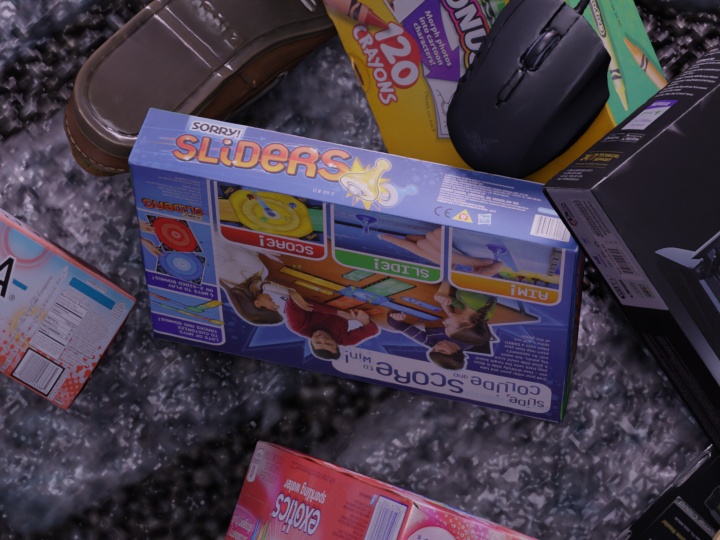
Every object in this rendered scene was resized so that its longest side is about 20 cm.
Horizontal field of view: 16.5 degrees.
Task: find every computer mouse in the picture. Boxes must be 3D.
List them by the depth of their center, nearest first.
[{"bbox_3d":[0.091,-0.113,1.027,0.059,0.034,0.200,40,125,14],"label":"computer mouse"}]

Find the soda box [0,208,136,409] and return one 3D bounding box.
[{"bbox_3d":[-0.203,-0.016,1.131,0.200,0.068,0.064,34,88,-26],"label":"soda box"}]

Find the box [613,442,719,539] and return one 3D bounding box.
[{"bbox_3d":[0.189,0.178,1.072,0.200,0.044,0.160,43,56,10],"label":"box"}]

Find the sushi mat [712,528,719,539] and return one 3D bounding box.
[{"bbox_3d":[0.196,0.117,1.015,0.096,0.012,0.200,37,84,-6],"label":"sushi mat"}]

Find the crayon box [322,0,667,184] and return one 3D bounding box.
[{"bbox_3d":[0.056,-0.112,1.109,0.119,0.058,0.201,-18,99,38],"label":"crayon box"}]

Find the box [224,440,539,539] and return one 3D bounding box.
[{"bbox_3d":[0.010,0.144,1.055,0.094,0.200,0.103,21,85,-20],"label":"box"}]

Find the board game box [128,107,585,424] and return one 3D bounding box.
[{"bbox_3d":[0.000,0.000,1.117,0.199,0.136,0.035,12,54,9],"label":"board game box"}]

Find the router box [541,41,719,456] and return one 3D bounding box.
[{"bbox_3d":[0.195,-0.002,1.051,0.157,0.052,0.200,-38,104,-14],"label":"router box"}]

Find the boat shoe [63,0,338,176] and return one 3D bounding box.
[{"bbox_3d":[-0.059,-0.117,1.172,0.200,0.068,0.072,-35,83,-20],"label":"boat shoe"}]
